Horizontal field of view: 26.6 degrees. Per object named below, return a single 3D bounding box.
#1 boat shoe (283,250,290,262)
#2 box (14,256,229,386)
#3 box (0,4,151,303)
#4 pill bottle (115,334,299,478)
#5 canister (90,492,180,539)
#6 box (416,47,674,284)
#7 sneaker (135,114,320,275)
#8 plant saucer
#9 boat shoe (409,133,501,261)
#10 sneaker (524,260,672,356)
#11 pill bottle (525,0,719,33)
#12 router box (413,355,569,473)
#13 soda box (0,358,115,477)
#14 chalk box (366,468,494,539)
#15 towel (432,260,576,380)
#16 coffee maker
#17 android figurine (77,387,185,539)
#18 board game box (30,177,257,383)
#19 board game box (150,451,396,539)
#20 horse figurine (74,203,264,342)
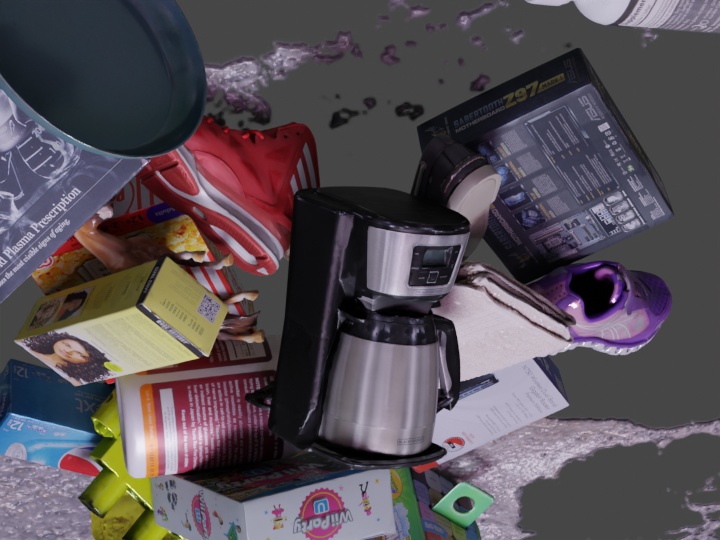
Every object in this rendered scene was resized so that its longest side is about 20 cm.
[{"bbox_3d":[0.000,0.000,1.365,0.199,0.069,0.074,25,127,-34],"label":"boat shoe"},{"bbox_3d":[-0.199,0.045,1.250,0.075,0.050,0.199,40,145,-27],"label":"box"},{"bbox_3d":[-0.272,-0.105,1.125,0.182,0.104,0.200,41,119,-18],"label":"box"},{"bbox_3d":[-0.115,0.119,1.366,0.199,0.113,0.113,-6,138,-12],"label":"pill bottle"},{"bbox_3d":[-0.193,0.308,1.646,0.148,0.087,0.200,-12,140,1],"label":"canister"},{"bbox_3d":[0.162,-0.084,1.321,0.157,0.051,0.200,-26,136,18],"label":"box"},{"bbox_3d":[-0.114,-0.101,1.241,0.200,0.116,0.078,49,150,-19],"label":"sneaker"},{"bbox_3d":[-0.193,-0.159,1.055,0.200,0.201,0.027,25,136,-34],"label":"plant saucer"},{"bbox_3d":[0.066,-0.046,1.290,0.073,0.063,0.200,-35,163,-24],"label":"boat shoe"},{"bbox_3d":[0.225,0.027,1.400,0.199,0.081,0.088,-5,151,-39],"label":"sneaker"},{"bbox_3d":[0.221,-0.237,1.124,0.199,0.117,0.117,2,136,-14],"label":"pill bottle"},{"bbox_3d":[0.085,0.103,1.511,0.179,0.049,0.200,-27,136,16],"label":"router box"},{"bbox_3d":[-0.260,0.153,1.474,0.199,0.068,0.064,19,130,-29],"label":"soda box"},{"bbox_3d":[0.055,0.295,1.657,0.200,0.124,0.124,-35,133,24],"label":"chalk box"},{"bbox_3d":[0.078,0.054,1.331,0.132,0.035,0.200,30,145,-29],"label":"towel"},{"bbox_3d":[-0.012,0.036,1.209,0.191,0.135,0.201,12,101,26],"label":"coffee maker"},{"bbox_3d":[-0.171,0.170,1.453,0.200,0.041,0.182,-48,114,-20],"label":"android figurine"},{"bbox_3d":[-0.194,0.007,1.346,0.151,0.046,0.200,-18,138,7],"label":"board game box"},{"bbox_3d":[-0.082,0.204,1.367,0.147,0.200,0.065,-9,98,-31],"label":"board game box"},{"bbox_3d":[-0.155,0.011,1.271,0.132,0.050,0.200,4,152,23],"label":"horse figurine"}]
